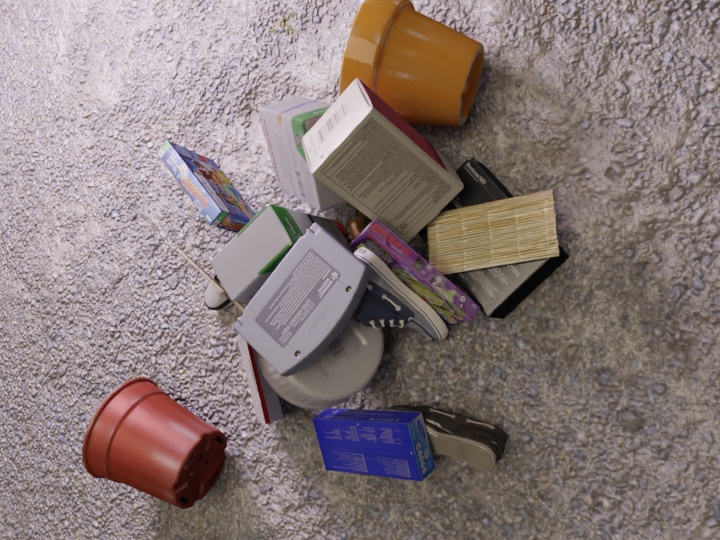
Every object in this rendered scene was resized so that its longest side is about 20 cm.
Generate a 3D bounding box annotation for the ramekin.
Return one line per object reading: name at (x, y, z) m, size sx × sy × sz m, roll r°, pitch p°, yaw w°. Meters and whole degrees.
ramekin at (-0.059, 0.116, 1.117) m, size 0.098 × 0.198 × 0.203 m, roll 145°, pitch 119°, yaw -69°

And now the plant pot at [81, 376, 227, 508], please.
plant pot at (-0.366, 0.327, 1.298) m, size 0.194 × 0.200 × 0.203 m, roll 20°, pitch 95°, yaw 23°

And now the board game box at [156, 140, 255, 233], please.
board game box at (-0.279, -0.151, 1.317) m, size 0.034 × 0.135 × 0.200 m, roll -46°, pitch 64°, yaw 14°

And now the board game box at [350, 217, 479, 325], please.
board game box at (0.078, 0.006, 1.057) m, size 0.200 × 0.120 × 0.032 m, roll 41°, pitch 80°, yaw -5°

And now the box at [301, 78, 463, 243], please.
box at (0.031, -0.157, 1.030) m, size 0.128 × 0.199 × 0.109 m, roll -44°, pitch 35°, yaw 18°

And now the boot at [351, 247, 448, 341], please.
boot at (0.041, 0.063, 1.085) m, size 0.200 × 0.073 × 0.091 m, roll 43°, pitch 75°, yaw -13°

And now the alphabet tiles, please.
alphabet tiles at (-0.230, 0.036, 1.190) m, size 0.200 × 0.167 × 0.006 m, roll 38°, pitch 81°, yaw 31°

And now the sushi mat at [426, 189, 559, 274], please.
sushi mat at (0.185, -0.052, 1.018) m, size 0.198 × 0.012 × 0.097 m, roll -10°, pitch 80°, yaw 29°

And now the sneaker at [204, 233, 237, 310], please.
sneaker at (-0.245, -0.003, 1.309) m, size 0.074 × 0.080 × 0.200 m, roll 49°, pitch 118°, yaw 22°

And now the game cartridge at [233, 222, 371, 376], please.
game cartridge at (-0.080, 0.047, 1.026) m, size 0.133 × 0.041 × 0.200 m, roll 41°, pitch 94°, yaw 26°

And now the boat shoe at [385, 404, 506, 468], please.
boat shoe at (0.131, 0.247, 1.091) m, size 0.199 × 0.057 × 0.067 m, roll 14°, pitch 128°, yaw 34°

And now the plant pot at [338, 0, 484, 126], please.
plant pot at (0.088, -0.310, 1.100) m, size 0.182 × 0.200 × 0.202 m, roll 18°, pitch 95°, yaw 14°

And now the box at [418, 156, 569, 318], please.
box at (0.191, -0.049, 1.065) m, size 0.141 × 0.079 × 0.201 m, roll -46°, pitch 64°, yaw 20°

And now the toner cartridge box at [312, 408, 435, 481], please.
toner cartridge box at (0.018, 0.273, 1.119) m, size 0.199 × 0.043 × 0.096 m, roll -6°, pitch 102°, yaw 40°

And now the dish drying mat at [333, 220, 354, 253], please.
dish drying mat at (0.000, 0.000, 1.206) m, size 0.200 × 0.018 × 0.077 m, roll 42°, pitch 106°, yaw 27°

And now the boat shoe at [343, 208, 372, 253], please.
boat shoe at (0.004, -0.059, 1.155) m, size 0.067 × 0.072 × 0.202 m, roll 16°, pitch 70°, yaw -10°

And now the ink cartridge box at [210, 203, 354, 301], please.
ink cartridge box at (-0.121, -0.021, 1.156) m, size 0.146 × 0.199 × 0.083 m, roll -42°, pitch 69°, yaw 21°

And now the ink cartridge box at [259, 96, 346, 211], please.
ink cartridge box at (-0.084, -0.197, 1.158) m, size 0.200 × 0.087 × 0.147 m, roll 31°, pitch 138°, yaw 57°

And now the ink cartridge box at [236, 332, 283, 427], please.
ink cartridge box at (-0.165, 0.175, 1.186) m, size 0.050 × 0.200 × 0.163 m, roll -13°, pitch 83°, yaw -16°
